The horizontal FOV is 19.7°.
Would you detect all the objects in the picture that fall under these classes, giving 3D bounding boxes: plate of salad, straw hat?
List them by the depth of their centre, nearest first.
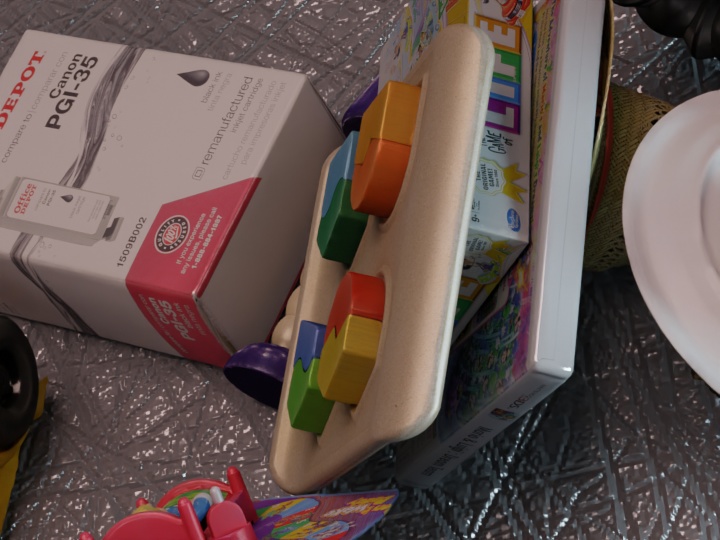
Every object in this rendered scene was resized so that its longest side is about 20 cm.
[{"bbox_3d":[0.207,0.002,0.941,0.199,0.048,0.201,10,55,-15],"label":"plate of salad"},{"bbox_3d":[0.119,-0.044,1.015,0.084,0.201,0.202,13,56,-14],"label":"straw hat"}]

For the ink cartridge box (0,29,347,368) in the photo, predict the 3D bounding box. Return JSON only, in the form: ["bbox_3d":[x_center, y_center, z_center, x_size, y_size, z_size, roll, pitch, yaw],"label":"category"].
[{"bbox_3d":[-0.125,-0.041,1.139,0.199,0.083,0.147,12,64,30],"label":"ink cartridge box"}]

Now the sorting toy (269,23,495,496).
[{"bbox_3d":[0.000,0.000,0.950,0.036,0.200,0.187,14,73,-14],"label":"sorting toy"}]

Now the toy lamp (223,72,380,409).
[{"bbox_3d":[-0.006,-0.023,1.092,0.058,0.058,0.201,12,67,30],"label":"toy lamp"}]

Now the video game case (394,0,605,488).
[{"bbox_3d":[0.065,-0.016,0.980,0.024,0.182,0.201,14,65,-14],"label":"video game case"}]

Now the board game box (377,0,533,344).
[{"bbox_3d":[0.041,-0.064,0.996,0.034,0.135,0.201,14,54,-14],"label":"board game box"}]

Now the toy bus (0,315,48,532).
[{"bbox_3d":[-0.260,0.103,1.041,0.135,0.200,0.193,-7,64,21],"label":"toy bus"}]

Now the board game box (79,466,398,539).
[{"bbox_3d":[-0.080,0.115,0.926,0.157,0.039,0.199,-24,7,-34],"label":"board game box"}]

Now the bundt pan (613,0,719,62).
[{"bbox_3d":[0.177,-0.152,0.990,0.201,0.202,0.076,27,82,35],"label":"bundt pan"}]
